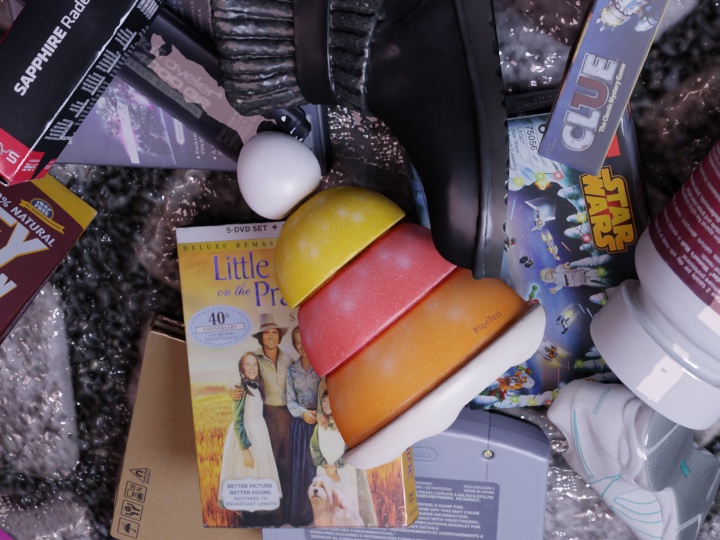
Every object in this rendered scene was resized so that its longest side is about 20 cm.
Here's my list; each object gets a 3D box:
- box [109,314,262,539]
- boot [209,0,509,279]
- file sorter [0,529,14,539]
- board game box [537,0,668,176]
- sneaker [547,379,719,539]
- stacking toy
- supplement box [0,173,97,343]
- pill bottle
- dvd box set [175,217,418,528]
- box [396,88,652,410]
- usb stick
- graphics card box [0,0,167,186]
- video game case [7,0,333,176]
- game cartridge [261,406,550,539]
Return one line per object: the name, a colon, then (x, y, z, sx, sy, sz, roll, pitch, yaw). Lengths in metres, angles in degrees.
box: (-0.090, 0.140, 1.081, 0.162, 0.021, 0.201, 18, 123, 3)
boot: (0.002, -0.093, 0.833, 0.156, 0.079, 0.214, -7, 83, 7)
file sorter: (-0.390, 0.236, 1.173, 0.200, 0.126, 0.139, 41, 123, -9)
board game box: (0.145, -0.166, 0.755, 0.034, 0.136, 0.201, 20, 124, 4)
sneaker: (0.175, 0.122, 0.944, 0.080, 0.071, 0.201, 19, 155, 32)
stacking toy: (0.000, 0.000, 0.877, 0.146, 0.146, 0.201, -39, 87, 32)
supplement box: (-0.306, 0.030, 0.975, 0.132, 0.200, 0.197, 38, 124, -8)
pill bottle: (0.220, -0.015, 0.819, 0.109, 0.110, 0.201, 35, 114, -5)
dvd box set: (-0.041, 0.066, 0.971, 0.145, 0.029, 0.202, -2, 96, 17)
box: (0.112, -0.010, 0.917, 0.135, 0.040, 0.202, -7, 118, 20)
usb stick: (-0.120, -0.129, 0.901, 0.199, 0.033, 0.056, 36, 114, -6)
graphics card box: (-0.143, -0.142, 0.815, 0.051, 0.125, 0.201, 36, 92, -6)
video game case: (-0.119, -0.130, 0.930, 0.198, 0.019, 0.144, 4, 121, 16)
game cartridge: (0.029, 0.149, 1.029, 0.198, 0.042, 0.134, 4, 119, 6)
